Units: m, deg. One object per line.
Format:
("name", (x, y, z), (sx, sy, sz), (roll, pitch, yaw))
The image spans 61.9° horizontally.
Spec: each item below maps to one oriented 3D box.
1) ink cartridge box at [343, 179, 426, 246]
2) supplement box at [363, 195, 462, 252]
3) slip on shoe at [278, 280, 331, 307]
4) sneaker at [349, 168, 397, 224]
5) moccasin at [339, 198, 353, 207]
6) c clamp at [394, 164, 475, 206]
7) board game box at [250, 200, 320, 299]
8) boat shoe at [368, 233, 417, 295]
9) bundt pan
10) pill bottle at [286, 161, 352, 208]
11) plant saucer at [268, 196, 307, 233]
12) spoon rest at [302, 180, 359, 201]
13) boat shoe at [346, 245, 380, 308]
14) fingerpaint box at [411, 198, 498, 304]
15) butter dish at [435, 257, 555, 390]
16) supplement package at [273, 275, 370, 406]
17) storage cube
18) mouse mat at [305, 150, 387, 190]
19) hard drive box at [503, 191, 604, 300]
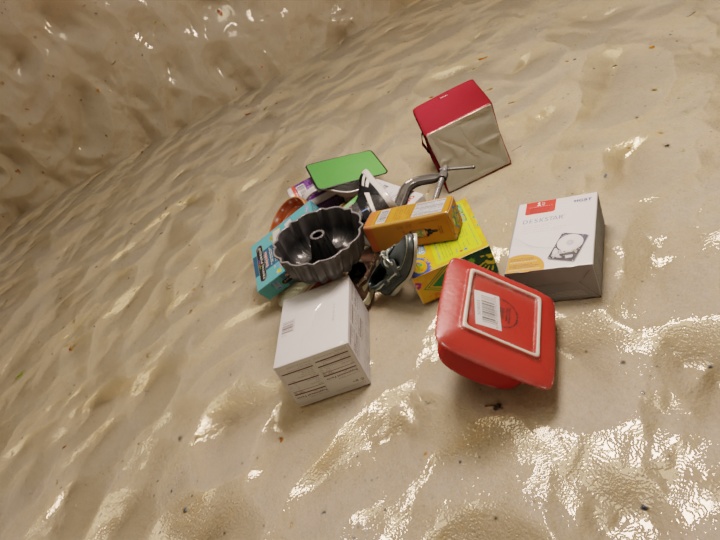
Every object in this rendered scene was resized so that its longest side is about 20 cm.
("ink cartridge box", (0.058, -0.130, 1.446), (0.145, 0.085, 0.199), (-40, 35, -15))
("supplement box", (0.107, -0.094, 1.240), (0.197, 0.067, 0.069), (-6, 36, 32))
("slip on shoe", (-0.113, 0.026, 1.404), (0.199, 0.061, 0.075), (-38, 45, 13))
("sneaker", (0.003, -0.162, 1.388), (0.111, 0.073, 0.200), (-38, 28, 3))
("moccasin", (-0.060, -0.130, 1.557), (0.201, 0.074, 0.078), (-40, 20, -9))
("c clamp", (0.149, -0.171, 1.335), (0.168, 0.027, 0.202), (1, 46, 32))
("board game box", (-0.167, -0.048, 1.422), (0.199, 0.047, 0.153), (-35, 46, 19))
("boat shoe", (0.064, -0.009, 1.194), (0.060, 0.201, 0.074), (8, 60, -11))
("bundt pan", (-0.080, -0.045, 1.249), (0.198, 0.077, 0.204), (-12, 37, 9))
("pill bottle", (-0.095, -0.219, 1.662), (0.197, 0.113, 0.112), (-28, 32, -3))
("plant saucer", (-0.180, -0.089, 1.550), (0.199, 0.032, 0.205), (-23, 61, 48))
("spoon rest", (-0.066, -0.210, 1.569), (0.197, 0.061, 0.100), (-24, 37, 1))
("boat shoe", (0.006, -0.002, 1.320), (0.073, 0.076, 0.204), (-17, 32, 21))
("fingerpaint box", (0.177, -0.043, 1.246), (0.164, 0.074, 0.201), (-24, 33, 9))
("butter dish", (0.199, 0.110, 0.970), (0.196, 0.149, 0.202), (23, 45, -3))
("supplement package", (-0.070, 0.134, 1.168), (0.153, 0.112, 0.202), (-20, 32, 13))
("storage cube", (0.251, -0.337, 1.491), (0.197, 0.172, 0.181), (-23, 33, 10))
("mouse mat", (-0.040, -0.271, 1.606), (0.196, 0.008, 0.162), (-14, 36, -11))
("hard drive box", (0.358, -0.041, 1.096), (0.153, 0.077, 0.202), (-8, 38, 30))
